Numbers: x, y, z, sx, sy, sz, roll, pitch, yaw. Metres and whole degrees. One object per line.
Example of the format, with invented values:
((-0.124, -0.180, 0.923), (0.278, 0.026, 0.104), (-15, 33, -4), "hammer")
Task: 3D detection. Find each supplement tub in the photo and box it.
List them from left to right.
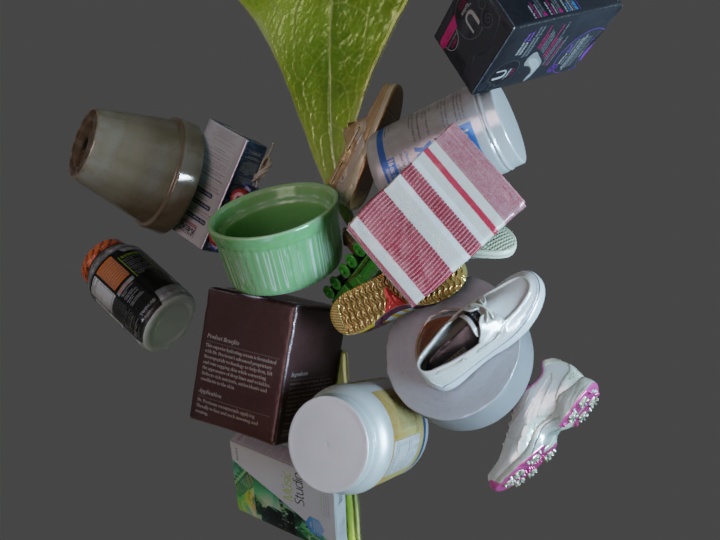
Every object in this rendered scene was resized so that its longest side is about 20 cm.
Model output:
((-0.394, 0.037, 1.287), (0.199, 0.122, 0.124), (37, 103, 24), "supplement tub")
((0.000, 0.230, 1.029), (0.142, 0.199, 0.148), (-2, 85, 27), "supplement tub")
((0.119, -0.172, 1.035), (0.197, 0.131, 0.135), (-23, 77, 25), "supplement tub")

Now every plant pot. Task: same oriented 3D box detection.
((-0.385, -0.182, 1.230), (0.198, 0.171, 0.204), (-23, 59, 44), "plant pot")

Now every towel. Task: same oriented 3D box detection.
((0.096, -0.072, 0.954), (0.200, 0.023, 0.145), (-42, 87, 6), "towel")

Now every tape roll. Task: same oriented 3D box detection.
((0.135, 0.113, 1.010), (0.197, 0.066, 0.204), (-13, 62, 25), "tape roll")

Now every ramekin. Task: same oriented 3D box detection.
((-0.119, -0.047, 1.081), (0.196, 0.200, 0.099), (3, 120, 27), "ramekin")

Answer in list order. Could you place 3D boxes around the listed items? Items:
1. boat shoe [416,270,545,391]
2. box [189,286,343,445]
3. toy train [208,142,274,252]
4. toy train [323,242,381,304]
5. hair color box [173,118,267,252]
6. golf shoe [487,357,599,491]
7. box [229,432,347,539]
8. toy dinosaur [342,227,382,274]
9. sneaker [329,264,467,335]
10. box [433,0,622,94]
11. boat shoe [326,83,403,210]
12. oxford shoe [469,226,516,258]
((0.151, 0.070, 0.937), (0.199, 0.066, 0.072), (-40, 53, 8), "boat shoe")
((-0.138, 0.141, 1.125), (0.163, 0.163, 0.205), (11, 91, 27), "box")
((-0.152, -0.095, 1.203), (0.115, 0.085, 0.202), (34, 97, 10), "toy train")
((0.000, 0.000, 1.057), (0.056, 0.042, 0.200), (47, 144, 6), "toy train")
((-0.248, -0.144, 1.259), (0.099, 0.060, 0.203), (30, 100, 28), "hair color box")
((0.232, 0.208, 0.992), (0.201, 0.075, 0.092), (-51, 56, 8), "golf shoe")
((-0.112, 0.343, 1.137), (0.197, 0.036, 0.147), (14, 120, 29), "box")
((0.039, 0.005, 1.073), (0.198, 0.102, 0.058), (26, 57, 32), "toy dinosaur")
((0.052, 0.029, 1.012), (0.196, 0.090, 0.076), (-20, 86, 4), "sneaker")
((0.215, -0.324, 0.945), (0.107, 0.197, 0.123), (60, 150, 16), "box")
((0.002, -0.199, 1.128), (0.068, 0.073, 0.203), (27, 98, 21), "boat shoe")
((0.130, -0.041, 1.066), (0.196, 0.058, 0.076), (5, 44, 20), "oxford shoe")
